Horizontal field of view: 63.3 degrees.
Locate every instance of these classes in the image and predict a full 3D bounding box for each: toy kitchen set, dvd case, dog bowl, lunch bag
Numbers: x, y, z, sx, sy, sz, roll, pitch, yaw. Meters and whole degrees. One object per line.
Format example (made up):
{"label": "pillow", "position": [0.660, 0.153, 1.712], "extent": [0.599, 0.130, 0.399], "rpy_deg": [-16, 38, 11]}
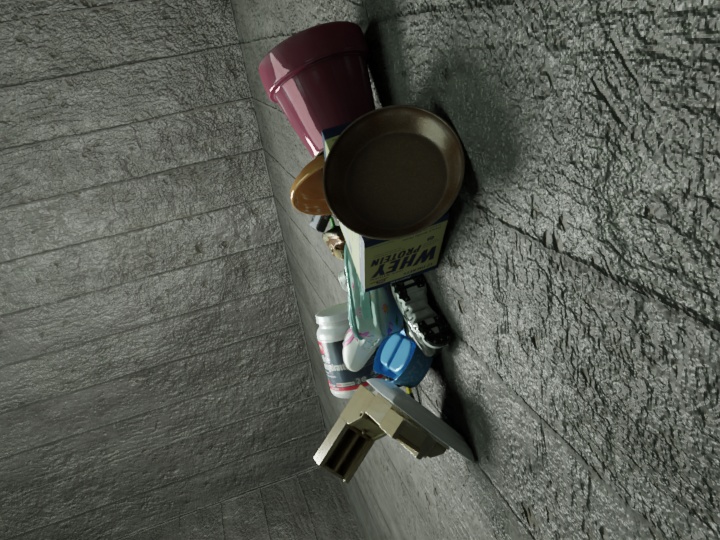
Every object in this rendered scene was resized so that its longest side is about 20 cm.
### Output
{"label": "toy kitchen set", "position": [0.050, 0.360, 1.126], "extent": [0.163, 0.182, 0.200], "rpy_deg": [38, 172, -22]}
{"label": "dvd case", "position": [-0.074, -0.164, 1.357], "extent": [0.152, 0.024, 0.200], "rpy_deg": [-66, 12, 3]}
{"label": "dog bowl", "position": [0.086, 0.172, 1.166], "extent": [0.113, 0.049, 0.200], "rpy_deg": [-62, 12, -5]}
{"label": "lunch bag", "position": [0.026, 0.028, 1.122], "extent": [0.160, 0.076, 0.203], "rpy_deg": [-9, -88, -66]}

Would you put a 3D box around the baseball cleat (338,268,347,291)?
{"label": "baseball cleat", "position": [0.000, 0.000, 1.315], "extent": [0.202, 0.105, 0.070], "rpy_deg": [90, -172, -46]}

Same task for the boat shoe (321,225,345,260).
{"label": "boat shoe", "position": [-0.035, -0.064, 1.291], "extent": [0.200, 0.075, 0.075], "rpy_deg": [-173, 59, -82]}

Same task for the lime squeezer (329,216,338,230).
{"label": "lime squeezer", "position": [-0.051, -0.063, 1.419], "extent": [0.071, 0.037, 0.202], "rpy_deg": [94, 156, -60]}

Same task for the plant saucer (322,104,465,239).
{"label": "plant saucer", "position": [0.046, -0.131, 0.807], "extent": [0.037, 0.198, 0.203], "rpy_deg": [51, -164, -67]}

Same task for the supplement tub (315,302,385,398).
{"label": "supplement tub", "position": [-0.025, 0.187, 1.393], "extent": [0.140, 0.138, 0.203], "rpy_deg": [-166, 61, -75]}

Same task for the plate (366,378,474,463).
{"label": "plate", "position": [0.115, 0.276, 1.121], "extent": [0.199, 0.032, 0.199], "rpy_deg": [39, 172, -11]}

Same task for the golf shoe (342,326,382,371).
{"label": "golf shoe", "position": [0.019, 0.131, 1.277], "extent": [0.202, 0.072, 0.092], "rpy_deg": [-67, 17, 3]}

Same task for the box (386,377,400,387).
{"label": "box", "position": [0.058, 0.171, 1.420], "extent": [0.137, 0.037, 0.202], "rpy_deg": [-120, 20, -49]}

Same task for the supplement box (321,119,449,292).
{"label": "supplement box", "position": [0.035, -0.106, 0.940], "extent": [0.201, 0.132, 0.202], "rpy_deg": [87, 164, -67]}

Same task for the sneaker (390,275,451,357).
{"label": "sneaker", "position": [0.098, 0.075, 1.068], "extent": [0.091, 0.066, 0.202], "rpy_deg": [97, 153, -51]}

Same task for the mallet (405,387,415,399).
{"label": "mallet", "position": [0.107, 0.267, 1.335], "extent": [0.066, 0.041, 0.203], "rpy_deg": [-145, 38, -69]}

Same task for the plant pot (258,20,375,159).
{"label": "plant pot", "position": [-0.057, -0.302, 1.029], "extent": [0.200, 0.198, 0.181], "rpy_deg": [164, 84, -77]}

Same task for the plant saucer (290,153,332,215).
{"label": "plant saucer", "position": [-0.036, -0.167, 1.070], "extent": [0.201, 0.197, 0.038], "rpy_deg": [106, 147, -66]}
